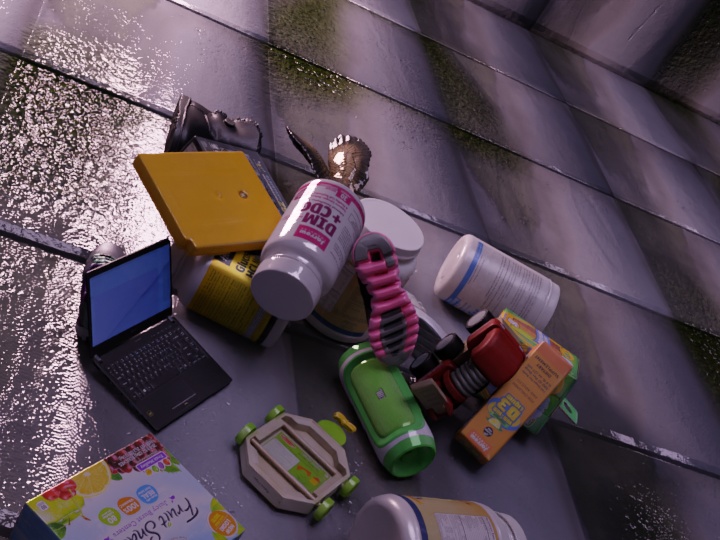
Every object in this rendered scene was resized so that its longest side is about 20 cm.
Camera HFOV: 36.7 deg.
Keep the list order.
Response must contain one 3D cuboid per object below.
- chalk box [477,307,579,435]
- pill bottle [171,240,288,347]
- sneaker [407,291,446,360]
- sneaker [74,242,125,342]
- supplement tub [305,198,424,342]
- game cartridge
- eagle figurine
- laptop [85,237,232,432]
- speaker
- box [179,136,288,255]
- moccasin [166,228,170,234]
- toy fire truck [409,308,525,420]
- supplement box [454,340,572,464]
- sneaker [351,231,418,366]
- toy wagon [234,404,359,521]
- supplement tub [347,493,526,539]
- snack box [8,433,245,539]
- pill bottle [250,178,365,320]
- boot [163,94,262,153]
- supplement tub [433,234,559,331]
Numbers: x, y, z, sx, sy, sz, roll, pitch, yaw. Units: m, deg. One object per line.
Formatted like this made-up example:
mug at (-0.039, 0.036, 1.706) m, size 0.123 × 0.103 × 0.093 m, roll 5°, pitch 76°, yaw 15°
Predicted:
chalk box at (0.283, 0.178, 1.792) m, size 0.200 × 0.124 × 0.124 m, roll 34°, pitch 16°, yaw 3°
pill bottle at (-0.195, 0.022, 1.596) m, size 0.199 × 0.113 × 0.113 m, roll 28°, pitch 30°, yaw -10°
sneaker at (0.086, 0.077, 1.825) m, size 0.200 × 0.073 × 0.071 m, roll 43°, pitch 35°, yaw 16°
sneaker at (-0.346, 0.007, 1.488) m, size 0.074 × 0.088 × 0.200 m, roll 5°, pitch 37°, yaw -12°
supplement tub at (0.000, 0.000, 1.727) m, size 0.144 × 0.200 × 0.145 m, roll 24°, pitch 31°, yaw -15°
game cartridge at (-0.215, -0.100, 1.591) m, size 0.200 × 0.032 × 0.177 m, roll -8°, pitch 58°, yaw -45°
eagle figurine at (-0.059, -0.171, 1.974) m, size 0.150 × 0.201 × 0.152 m, roll -3°, pitch -10°, yaw 10°
laptop at (-0.262, 0.081, 1.438) m, size 0.200 × 0.103 × 0.177 m, roll 46°, pitch 32°, yaw 8°
speaker at (0.037, 0.201, 1.587) m, size 0.088 × 0.089 × 0.200 m, roll 8°, pitch 38°, yaw -37°
box at (-0.185, -0.114, 1.726) m, size 0.157 × 0.051 × 0.200 m, roll 7°, pitch 48°, yaw -55°
moccasin at (-0.217, -0.067, 1.741) m, size 0.200 × 0.081 × 0.068 m, roll -7°, pitch 53°, yaw -47°
toy fire truck at (0.150, 0.155, 1.625) m, size 0.129 × 0.176 × 0.200 m, roll 49°, pitch 16°, yaw -12°
supplement box at (0.235, 0.203, 1.668) m, size 0.067 × 0.200 × 0.069 m, roll 42°, pitch -10°, yaw 6°
sneaker at (0.032, 0.041, 1.599) m, size 0.079 × 0.201 × 0.095 m, roll -12°, pitch 4°, yaw -9°
toy wagon at (-0.073, 0.249, 1.460) m, size 0.155 × 0.040 × 0.200 m, roll 42°, pitch 30°, yaw 14°
supplement tub at (0.098, 0.359, 1.358) m, size 0.199 × 0.145 × 0.145 m, roll 13°, pitch 36°, yaw -32°
snack box at (-0.253, 0.291, 1.200) m, size 0.169 × 0.068 × 0.200 m, roll 42°, pitch 32°, yaw 15°
pill bottle at (-0.075, -0.030, 1.550) m, size 0.113 × 0.113 × 0.200 m, roll 30°, pitch 46°, yaw -5°
boot at (-0.259, -0.237, 1.946) m, size 0.168 × 0.077 × 0.200 m, roll 20°, pitch 26°, yaw -14°
supplement tub at (0.247, 0.034, 1.982) m, size 0.199 × 0.132 × 0.132 m, roll 29°, pitch 30°, yaw -6°
